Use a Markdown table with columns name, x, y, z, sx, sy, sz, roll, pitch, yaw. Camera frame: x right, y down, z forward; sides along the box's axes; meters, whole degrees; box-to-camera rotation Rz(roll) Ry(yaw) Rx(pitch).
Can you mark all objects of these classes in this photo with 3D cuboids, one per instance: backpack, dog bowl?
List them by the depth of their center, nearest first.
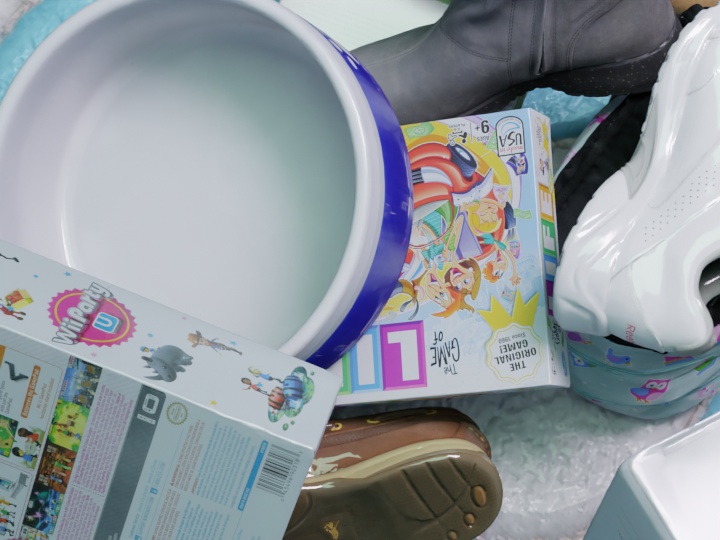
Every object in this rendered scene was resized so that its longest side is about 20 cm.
| name | x | y | z | sx | sy | sz | roll | pitch | yaw |
| --- | --- | --- | --- | --- | --- | --- | --- | --- | --- |
| dog bowl | -0.078 | -0.035 | 0.983 | 0.199 | 0.079 | 0.201 | -1 | 86 | 18 |
| backpack | 0.171 | -0.021 | 1.056 | 0.167 | 0.127 | 0.200 | 32 | 69 | 26 |

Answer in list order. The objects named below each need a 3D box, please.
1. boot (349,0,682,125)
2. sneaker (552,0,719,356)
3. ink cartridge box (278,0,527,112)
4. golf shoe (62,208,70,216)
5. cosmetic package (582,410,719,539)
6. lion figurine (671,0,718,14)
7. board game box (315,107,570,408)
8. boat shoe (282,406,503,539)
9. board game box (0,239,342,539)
| name | x | y | z | sx | sy | sz | roll | pitch | yaw |
| --- | --- | --- | --- | --- | --- | --- | --- | --- | --- |
| boot | 0.056 | -0.138 | 1.020 | 0.199 | 0.132 | 0.070 | -13 | 52 | 17 |
| sneaker | 0.173 | -0.043 | 0.959 | 0.099 | 0.078 | 0.200 | 24 | 78 | 20 |
| ink cartridge box | 0.000 | -0.065 | 1.111 | 0.145 | 0.048 | 0.201 | 21 | 76 | 7 |
| golf shoe | -0.125 | -0.065 | 1.095 | 0.200 | 0.073 | 0.092 | -40 | 87 | -11 |
| cosmetic package | 0.212 | 0.150 | 0.936 | 0.167 | 0.200 | 0.167 | -27 | 69 | -15 |
| lion figurine | 0.210 | -0.158 | 1.160 | 0.200 | 0.073 | 0.123 | 29 | 68 | 20 |
| board game box | 0.000 | 0.000 | 1.016 | 0.199 | 0.034 | 0.135 | -7 | 83 | 21 |
| boat shoe | -0.031 | 0.112 | 1.021 | 0.199 | 0.072 | 0.068 | -11 | 32 | 0 |
| board game box | -0.126 | 0.079 | 0.923 | 0.199 | 0.148 | 0.064 | 21 | 35 | -1 |
